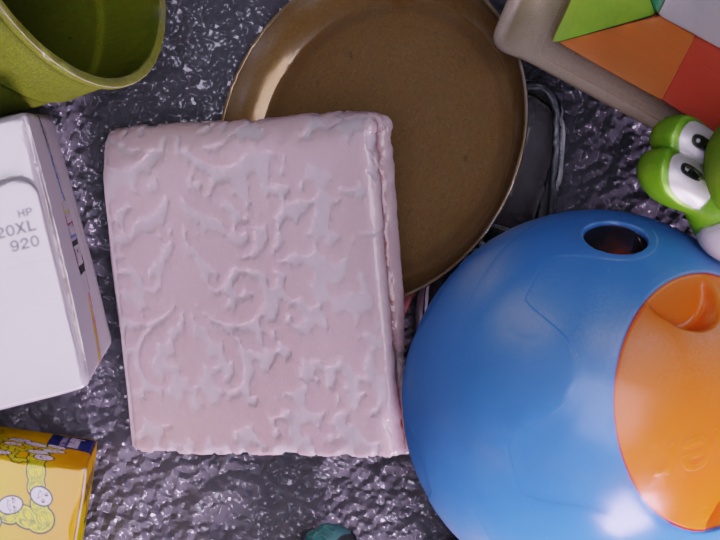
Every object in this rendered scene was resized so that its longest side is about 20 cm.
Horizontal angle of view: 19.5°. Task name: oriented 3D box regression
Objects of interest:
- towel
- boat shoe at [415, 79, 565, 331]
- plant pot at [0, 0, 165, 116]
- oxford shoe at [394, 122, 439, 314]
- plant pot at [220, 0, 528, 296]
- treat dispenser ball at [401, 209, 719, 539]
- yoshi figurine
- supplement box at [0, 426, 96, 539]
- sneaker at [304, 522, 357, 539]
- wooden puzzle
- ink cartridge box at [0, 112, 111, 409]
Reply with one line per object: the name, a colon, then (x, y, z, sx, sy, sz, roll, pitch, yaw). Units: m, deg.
towel: (-0.058, 0.009, 1.176, 0.200, 0.032, 0.191, -1, 97, 37)
boat shoe: (0.082, -0.012, 1.222, 0.073, 0.068, 0.200, 17, 92, -5)
plant pot: (-0.240, -0.157, 1.127, 0.193, 0.200, 0.201, -21, 95, 25)
oxford shoe: (0.000, 0.000, 1.218, 0.075, 0.070, 0.200, 15, 91, 1)
plant pot: (0.009, -0.076, 1.189, 0.200, 0.027, 0.200, -6, 77, 29)
treat dispenser ball: (0.121, 0.069, 1.097, 0.200, 0.201, 0.201, 0, 94, -4)
yoshi figurine: (0.235, -0.020, 1.038, 0.200, 0.112, 0.112, 27, 125, -12)
supplement box: (-0.257, 0.141, 1.188, 0.200, 0.109, 0.110, 9, 93, -5)
sneaker: (-0.007, 0.247, 1.241, 0.091, 0.078, 0.200, 2, 97, -20)
wooden puzzle: (0.184, -0.142, 1.059, 0.200, 0.037, 0.185, 27, 125, 6)
ink cartridge box: (-0.225, 0.001, 1.135, 0.147, 0.200, 0.145, -14, 94, -3)
